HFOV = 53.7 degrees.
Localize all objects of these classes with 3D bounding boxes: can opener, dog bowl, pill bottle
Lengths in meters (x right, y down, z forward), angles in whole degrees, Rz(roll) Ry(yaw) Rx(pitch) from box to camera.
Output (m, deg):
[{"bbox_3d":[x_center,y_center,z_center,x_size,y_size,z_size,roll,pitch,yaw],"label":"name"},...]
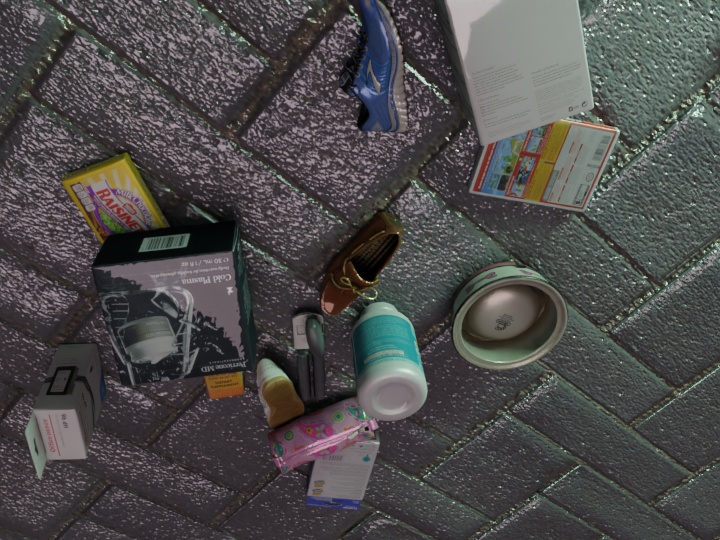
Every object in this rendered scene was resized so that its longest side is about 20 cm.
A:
[{"bbox_3d":[-0.088,0.160,1.247,0.053,0.067,0.201,-3,124,-3],"label":"can opener"},{"bbox_3d":[0.247,0.073,1.220,0.199,0.074,0.201,-3,125,-5],"label":"dog bowl"},{"bbox_3d":[0.041,0.139,1.166,0.110,0.200,0.111,-3,126,-4],"label":"pill bottle"}]

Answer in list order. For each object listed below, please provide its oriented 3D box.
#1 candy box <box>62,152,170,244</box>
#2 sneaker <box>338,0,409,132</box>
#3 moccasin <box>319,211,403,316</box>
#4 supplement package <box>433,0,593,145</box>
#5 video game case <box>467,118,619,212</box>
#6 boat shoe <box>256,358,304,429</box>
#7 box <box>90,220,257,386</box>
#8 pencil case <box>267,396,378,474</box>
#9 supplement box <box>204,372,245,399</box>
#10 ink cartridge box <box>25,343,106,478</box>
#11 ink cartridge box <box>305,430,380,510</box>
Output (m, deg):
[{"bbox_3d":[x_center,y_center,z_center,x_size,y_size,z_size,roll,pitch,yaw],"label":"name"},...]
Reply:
[{"bbox_3d":[-0.351,-0.073,1.078,0.102,0.026,0.201,-20,124,4],"label":"candy box"},{"bbox_3d":[0.013,-0.273,0.958,0.089,0.079,0.201,-10,125,-2],"label":"sneaker"},{"bbox_3d":[0.001,0.001,1.142,0.074,0.078,0.201,33,115,-25],"label":"moccasin"},{"bbox_3d":[0.189,-0.300,0.913,0.151,0.151,0.201,-18,124,7],"label":"supplement package"},{"bbox_3d":[0.279,-0.169,1.093,0.199,0.017,0.143,8,123,-11],"label":"video game case"},{"bbox_3d":[-0.149,0.221,1.287,0.071,0.069,0.200,-22,146,-15],"label":"boat shoe"},{"bbox_3d":[-0.266,0.047,1.054,0.199,0.124,0.197,-7,116,-4],"label":"box"},{"bbox_3d":[-0.069,0.303,1.318,0.199,0.088,0.088,-20,125,-6],"label":"pencil case"},{"bbox_3d":[-0.243,0.121,1.206,0.066,0.069,0.201,-8,122,-3],"label":"supplement box"},{"bbox_3d":[-0.480,0.228,1.172,0.067,0.200,0.116,-1,125,-5],"label":"ink cartridge box"},{"bbox_3d":[-0.040,0.400,1.432,0.119,0.042,0.201,8,120,-10],"label":"ink cartridge box"}]
